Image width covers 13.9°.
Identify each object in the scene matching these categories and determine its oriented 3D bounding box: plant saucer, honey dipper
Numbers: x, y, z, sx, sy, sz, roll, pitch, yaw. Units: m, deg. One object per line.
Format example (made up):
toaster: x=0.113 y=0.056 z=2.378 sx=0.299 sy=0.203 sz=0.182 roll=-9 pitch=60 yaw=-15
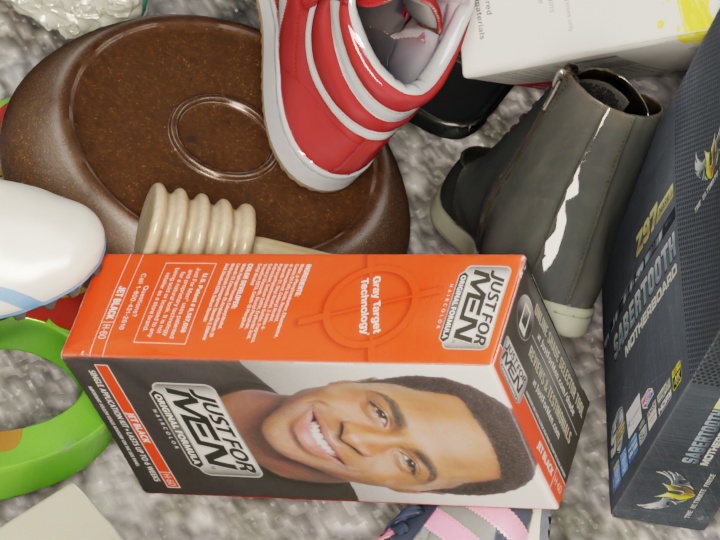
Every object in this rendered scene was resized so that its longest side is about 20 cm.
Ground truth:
plant saucer: x=-0.067 y=-0.052 z=1.369 sx=0.200 sy=0.035 sz=0.201 roll=12 pitch=47 yaw=-13
honey dipper: x=0.000 y=0.000 z=1.305 sx=0.199 sy=0.038 sz=0.038 roll=12 pitch=53 yaw=-14

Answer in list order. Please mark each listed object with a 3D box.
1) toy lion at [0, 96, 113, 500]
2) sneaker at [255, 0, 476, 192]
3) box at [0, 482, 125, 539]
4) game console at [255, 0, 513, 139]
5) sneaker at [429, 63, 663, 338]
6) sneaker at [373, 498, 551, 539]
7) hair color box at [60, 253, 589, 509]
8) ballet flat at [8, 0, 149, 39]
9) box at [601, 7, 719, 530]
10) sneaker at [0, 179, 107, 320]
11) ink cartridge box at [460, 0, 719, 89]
toy lion: x=-0.162 y=0.009 z=1.334 sx=0.191 sy=0.069 sz=0.200 roll=-13 pitch=57 yaw=-23
sneaker: x=-0.008 y=-0.148 z=1.338 sx=0.071 sy=0.112 sz=0.201 roll=-2 pitch=71 yaw=-30
box: x=-0.177 y=0.177 z=1.194 sx=0.200 sy=0.082 sz=0.068 roll=-32 pitch=62 yaw=-23
game console: x=0.033 y=-0.195 z=1.459 sx=0.176 sy=0.117 sz=0.200 roll=29 pitch=57 yaw=15
sneaker: x=0.089 y=-0.045 z=1.315 sx=0.075 sy=0.107 sz=0.200 roll=21 pitch=12 yaw=-12
sneaker: x=0.039 y=0.111 z=1.269 sx=0.082 sy=0.070 sz=0.201 roll=9 pitch=53 yaw=-3
hair color box: x=-0.015 y=0.046 z=1.249 sx=0.199 sy=0.102 sz=0.061 roll=-1 pitch=50 yaw=25
ballet flat: x=-0.186 y=-0.177 z=1.421 sx=0.199 sy=0.072 sz=0.072 roll=24 pitch=53 yaw=-12
box: x=0.156 y=-0.004 z=1.283 sx=0.051 sy=0.200 sz=0.158 roll=10 pitch=54 yaw=-10
sneaker: x=-0.207 y=-0.028 z=1.256 sx=0.199 sy=0.073 sz=0.072 roll=11 pitch=54 yaw=2
ink cartridge box: x=0.156 y=-0.140 z=1.359 sx=0.199 sy=0.145 sz=0.084 roll=-8 pitch=87 yaw=20
